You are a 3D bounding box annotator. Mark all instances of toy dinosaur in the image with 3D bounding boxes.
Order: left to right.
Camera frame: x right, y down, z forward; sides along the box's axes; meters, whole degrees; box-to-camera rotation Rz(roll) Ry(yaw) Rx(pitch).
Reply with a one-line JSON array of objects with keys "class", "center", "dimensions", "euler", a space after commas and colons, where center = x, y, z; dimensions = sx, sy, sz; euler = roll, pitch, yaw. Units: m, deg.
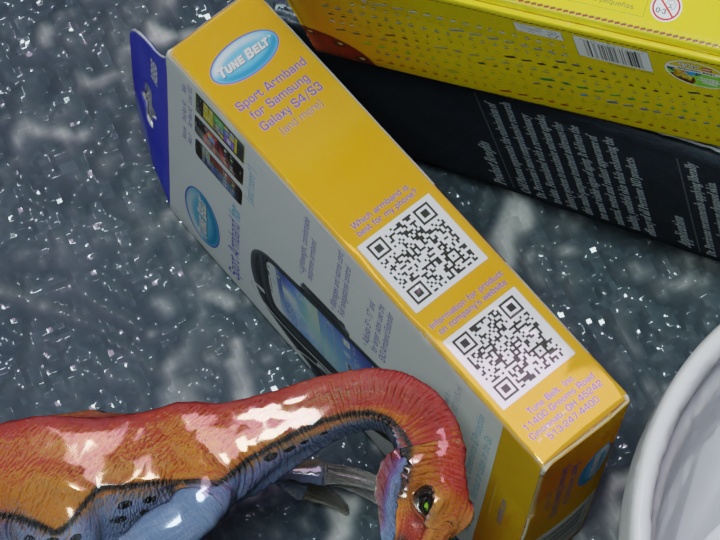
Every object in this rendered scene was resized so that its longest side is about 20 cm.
[{"class": "toy dinosaur", "center": [-0.065, 0.072, 0.860], "dimensions": [0.200, 0.181, 0.105], "euler": [34, 33, -37]}]

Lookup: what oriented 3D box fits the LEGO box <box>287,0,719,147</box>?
[{"class": "LEGO box", "center": [0.091, -0.122, 0.848], "dimensions": [0.199, 0.077, 0.149], "euler": [15, 76, 16]}]

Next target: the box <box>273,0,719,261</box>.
[{"class": "box", "center": [0.105, -0.121, 0.950], "dimensions": [0.196, 0.124, 0.201], "euler": [20, 77, 15]}]

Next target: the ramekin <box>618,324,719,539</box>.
[{"class": "ramekin", "center": [0.171, 0.105, 0.898], "dimensions": [0.199, 0.105, 0.201], "euler": [2, 64, -5]}]

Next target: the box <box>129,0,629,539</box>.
[{"class": "box", "center": [0.000, 0.000, 0.923], "dimensions": [0.041, 0.119, 0.200], "euler": [-35, 73, -17]}]
